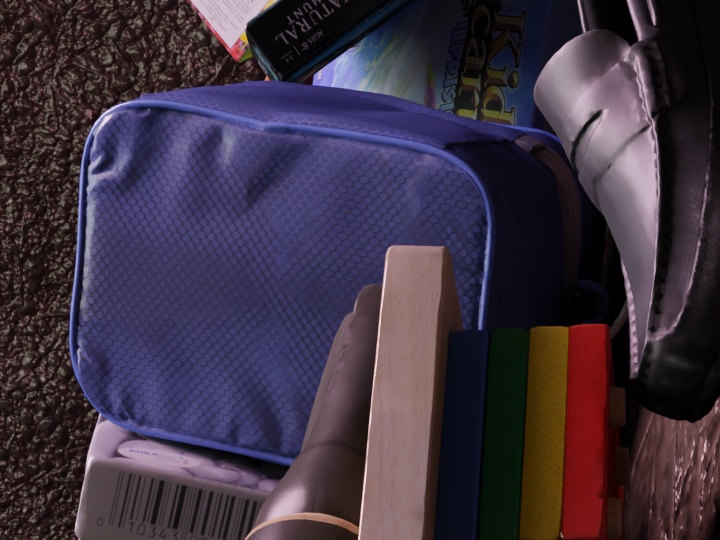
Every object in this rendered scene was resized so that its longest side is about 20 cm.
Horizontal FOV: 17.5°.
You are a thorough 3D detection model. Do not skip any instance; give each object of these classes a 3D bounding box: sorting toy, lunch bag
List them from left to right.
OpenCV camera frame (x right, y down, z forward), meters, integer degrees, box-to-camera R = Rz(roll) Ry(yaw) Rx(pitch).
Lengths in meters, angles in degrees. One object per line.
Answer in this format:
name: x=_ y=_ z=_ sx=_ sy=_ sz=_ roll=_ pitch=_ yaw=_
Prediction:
lunch bag: x=0.000 y=0.000 z=0.918 sx=0.132 sy=0.199 sz=0.137 roll=-21 pitch=-58 yaw=-66
sorting toy: x=0.045 y=0.130 z=0.688 sx=0.199 sy=0.069 sz=0.201 roll=77 pitch=-165 yaw=-54

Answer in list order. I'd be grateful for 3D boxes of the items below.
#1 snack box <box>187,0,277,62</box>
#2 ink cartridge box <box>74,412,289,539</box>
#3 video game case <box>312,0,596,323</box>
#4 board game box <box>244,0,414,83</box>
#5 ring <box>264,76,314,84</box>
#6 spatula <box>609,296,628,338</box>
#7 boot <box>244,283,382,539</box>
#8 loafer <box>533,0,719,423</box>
snack box: x=0.021 y=-0.186 z=1.095 sx=0.200 sy=0.053 sz=0.142 roll=-34 pitch=-8 yaw=-47
ink cartridge box: x=-0.013 y=0.084 z=0.971 sx=0.200 sy=0.197 sz=0.044 roll=-101 pitch=23 yaw=-77
video game case: x=0.034 y=-0.031 z=1.060 sx=0.181 sy=0.045 sz=0.202 roll=-7 pitch=71 yaw=53
board game box: x=0.039 y=-0.146 z=0.996 sx=0.199 sy=0.028 sz=0.135 roll=-36 pitch=1 yaw=0
ring: x=-0.001 y=-0.024 z=1.188 sx=0.200 sy=0.019 sz=0.202 roll=-2 pitch=-88 yaw=-58
spatula: x=0.092 y=0.012 z=0.845 sx=0.056 sy=0.020 sz=0.201 roll=-40 pitch=-26 yaw=-49
boot: x=0.004 y=0.120 z=0.823 sx=0.139 sy=0.077 sz=0.201 roll=-72 pitch=-10 yaw=-46
loafer: x=0.087 y=-0.044 z=0.710 sx=0.068 sy=0.070 sz=0.202 roll=103 pitch=174 yaw=-55
